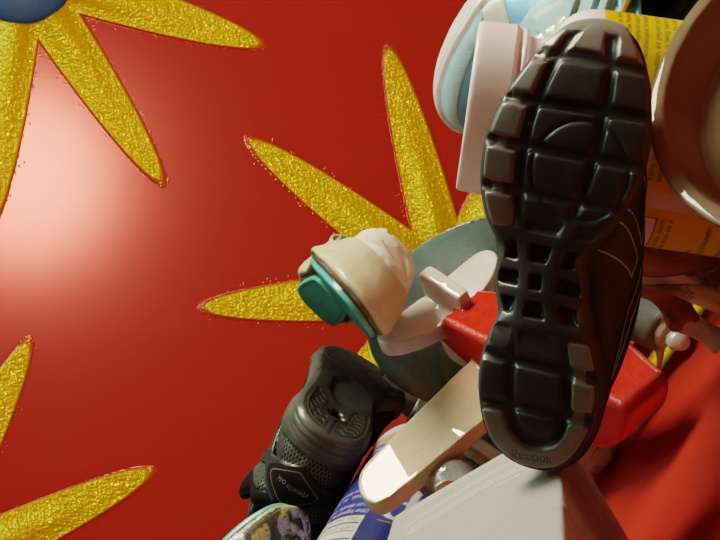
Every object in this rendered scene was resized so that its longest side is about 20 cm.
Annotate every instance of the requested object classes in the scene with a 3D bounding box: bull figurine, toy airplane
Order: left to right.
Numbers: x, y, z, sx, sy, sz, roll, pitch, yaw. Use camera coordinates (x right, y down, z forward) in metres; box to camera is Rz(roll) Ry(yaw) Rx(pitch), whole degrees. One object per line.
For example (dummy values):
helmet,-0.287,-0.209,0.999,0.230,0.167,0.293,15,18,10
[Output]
toy airplane,0.103,0.064,0.984,0.198,0.142,0.200,-23,21,24
bull figurine,0.201,-0.056,0.902,0.201,0.121,0.065,-55,2,-18

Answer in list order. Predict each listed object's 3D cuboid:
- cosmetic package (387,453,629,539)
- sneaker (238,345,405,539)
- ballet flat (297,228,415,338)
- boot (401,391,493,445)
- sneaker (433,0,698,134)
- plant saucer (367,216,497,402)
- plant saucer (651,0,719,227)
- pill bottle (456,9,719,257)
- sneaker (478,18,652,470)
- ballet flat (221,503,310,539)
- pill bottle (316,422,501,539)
cosmetic package,0.067,0.151,0.728,0.106,0.091,0.200,-30,8,13
sneaker,-0.029,0.123,1.126,0.115,0.076,0.200,-57,-1,18
ballet flat,0.000,0.000,1.034,0.070,0.069,0.200,-54,10,-5
boot,0.064,0.124,1.220,0.068,0.130,0.200,-54,1,15
sneaker,0.120,-0.126,0.916,0.200,0.079,0.131,-44,30,26
plant saucer,0.104,0.045,1.117,0.202,0.199,0.039,-54,30,36
plant saucer,0.220,-0.085,0.688,0.198,0.030,0.202,-21,44,21
pill bottle,0.150,-0.068,0.805,0.112,0.197,0.114,9,-90,-87
sneaker,0.094,-0.014,0.741,0.079,0.075,0.203,-15,-64,-66
ballet flat,-0.094,0.233,0.993,0.200,0.072,0.072,-44,0,-5
pill bottle,0.021,0.202,0.998,0.201,0.119,0.120,-56,2,-41
